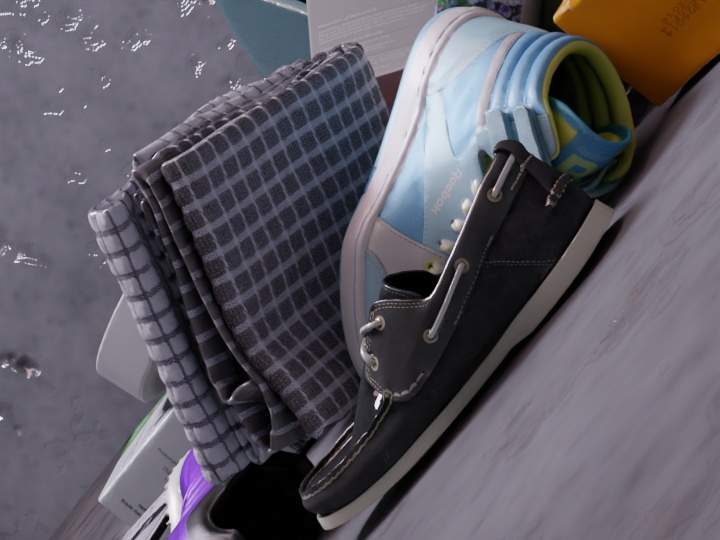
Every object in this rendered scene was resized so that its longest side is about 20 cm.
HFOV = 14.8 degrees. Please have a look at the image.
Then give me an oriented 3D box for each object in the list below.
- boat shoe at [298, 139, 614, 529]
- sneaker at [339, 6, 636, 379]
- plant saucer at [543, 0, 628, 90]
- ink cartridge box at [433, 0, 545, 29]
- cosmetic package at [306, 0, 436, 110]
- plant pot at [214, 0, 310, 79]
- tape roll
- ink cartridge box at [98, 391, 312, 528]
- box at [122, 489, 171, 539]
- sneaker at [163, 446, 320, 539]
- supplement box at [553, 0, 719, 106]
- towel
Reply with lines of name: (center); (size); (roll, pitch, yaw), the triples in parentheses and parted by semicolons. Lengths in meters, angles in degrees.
boat shoe: (0.031, 0.031, 1.260); (0.200, 0.068, 0.072); (-52, 6, 16)
sneaker: (0.064, -0.027, 1.325); (0.130, 0.079, 0.201); (10, 88, 51)
plant saucer: (0.137, -0.180, 1.466); (0.200, 0.031, 0.201); (18, -90, -74)
ink cartridge box: (0.067, -0.100, 1.465); (0.109, 0.050, 0.201); (-55, -23, -58)
cosmetic package: (0.019, -0.126, 1.621); (0.090, 0.107, 0.200); (-17, 33, 5)
plant pot: (0.039, -0.178, 1.910); (0.197, 0.195, 0.200); (-54, -32, -25)
tape roll: (-0.097, -0.010, 1.740); (0.203, 0.037, 0.203); (-57, -5, -8)
ink cartridge box: (-0.066, 0.076, 1.767); (0.200, 0.083, 0.147); (-50, 5, 15)
box: (-0.121, 0.194, 1.533); (0.117, 0.060, 0.200); (-48, 6, 40)
sneaker: (-0.054, 0.124, 1.433); (0.099, 0.070, 0.200); (-43, 12, 23)
supplement box: (0.188, -0.191, 1.352); (0.200, 0.073, 0.126); (-55, 6, -37)
towel: (-0.034, -0.010, 1.406); (0.085, 0.166, 0.200); (-14, 15, 35)
